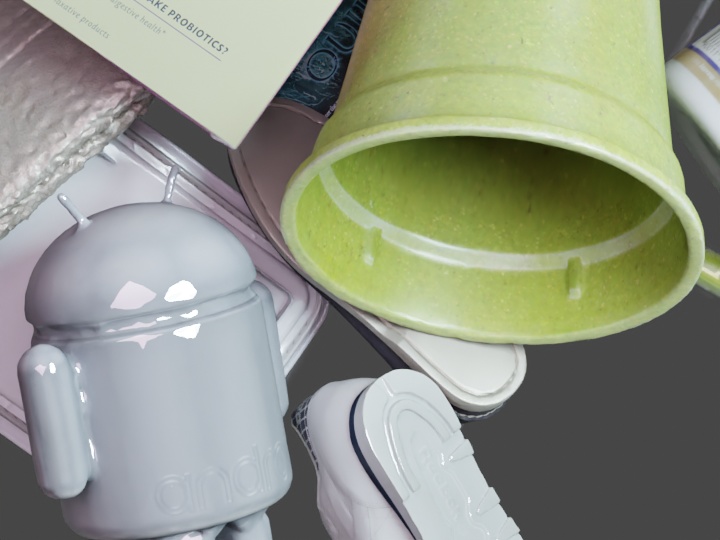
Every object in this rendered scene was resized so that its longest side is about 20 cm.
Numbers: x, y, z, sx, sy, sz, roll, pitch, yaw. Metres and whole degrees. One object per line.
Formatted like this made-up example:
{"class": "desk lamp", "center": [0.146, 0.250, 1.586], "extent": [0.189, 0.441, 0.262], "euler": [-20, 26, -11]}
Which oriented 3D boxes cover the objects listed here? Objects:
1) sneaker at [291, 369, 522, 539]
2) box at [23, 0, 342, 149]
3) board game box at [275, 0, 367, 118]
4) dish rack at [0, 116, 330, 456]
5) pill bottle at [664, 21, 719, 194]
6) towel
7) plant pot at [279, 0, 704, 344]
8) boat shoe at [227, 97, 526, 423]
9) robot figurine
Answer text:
{"class": "sneaker", "center": [0.031, 0.145, 1.486], "extent": [0.080, 0.076, 0.201], "euler": [-16, 97, 47]}
{"class": "box", "center": [-0.072, -0.194, 1.396], "extent": [0.176, 0.097, 0.200], "euler": [34, 104, -9]}
{"class": "board game box", "center": [0.059, -0.129, 1.539], "extent": [0.135, 0.028, 0.200], "euler": [39, 88, 10]}
{"class": "dish rack", "center": [-0.126, 0.016, 1.496], "extent": [0.200, 0.044, 0.172], "euler": [37, 85, -13]}
{"class": "pill bottle", "center": [0.257, -0.107, 1.471], "extent": [0.200, 0.120, 0.120], "euler": [-36, 80, 0]}
{"class": "towel", "center": [-0.206, -0.065, 1.464], "extent": [0.200, 0.034, 0.133], "euler": [-40, 63, -1]}
{"class": "plant pot", "center": [0.071, -0.092, 1.424], "extent": [0.199, 0.201, 0.185], "euler": [5, 61, 6]}
{"class": "boat shoe", "center": [0.000, 0.000, 1.506], "extent": [0.073, 0.063, 0.200], "euler": [-40, 82, -23]}
{"class": "robot figurine", "center": [-0.097, 0.054, 1.425], "extent": [0.113, 0.169, 0.201], "euler": [-5, 99, 37]}
